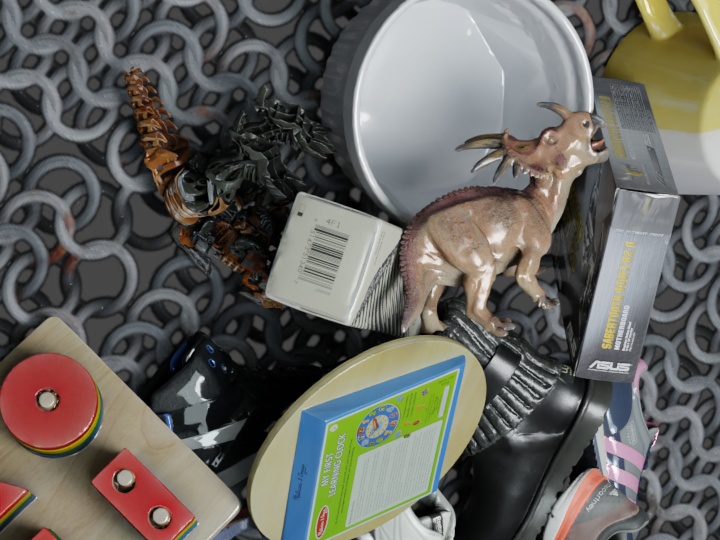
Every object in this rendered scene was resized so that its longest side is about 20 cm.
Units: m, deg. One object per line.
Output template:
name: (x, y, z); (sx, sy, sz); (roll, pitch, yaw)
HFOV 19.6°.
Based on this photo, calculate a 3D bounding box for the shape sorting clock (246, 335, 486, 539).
shape sorting clock: (0.005, 0.124, 1.509); (0.200, 0.039, 0.200); (-27, 143, -23)

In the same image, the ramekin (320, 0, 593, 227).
ramekin: (0.064, -0.127, 1.571); (0.200, 0.105, 0.200); (-5, 103, -23)

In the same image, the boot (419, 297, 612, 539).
boot: (0.083, 0.132, 1.644); (0.158, 0.079, 0.211); (23, 109, -14)

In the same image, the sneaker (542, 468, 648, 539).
sneaker: (0.175, 0.257, 1.679); (0.077, 0.082, 0.200); (-33, 147, -49)

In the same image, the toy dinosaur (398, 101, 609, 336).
toy dinosaur: (0.084, -0.032, 1.486); (0.200, 0.086, 0.136); (-27, 110, -25)

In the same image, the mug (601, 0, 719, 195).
mug: (0.273, -0.131, 1.637); (0.186, 0.153, 0.150); (30, 89, -26)

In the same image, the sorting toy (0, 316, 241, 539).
sorting toy: (-0.223, 0.163, 1.472); (0.199, 0.070, 0.200); (44, 80, 8)

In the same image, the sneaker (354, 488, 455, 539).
sneaker: (0.037, 0.221, 1.635); (0.081, 0.075, 0.200); (-4, 110, 23)

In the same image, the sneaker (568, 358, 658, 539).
sneaker: (0.215, 0.165, 1.720); (0.082, 0.070, 0.200); (-18, 112, -26)

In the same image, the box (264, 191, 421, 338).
box: (0.000, 0.000, 1.521); (0.068, 0.200, 0.082); (19, 91, 17)

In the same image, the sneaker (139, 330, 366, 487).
sneaker: (-0.076, 0.083, 1.572); (0.200, 0.073, 0.112); (-30, 103, -22)

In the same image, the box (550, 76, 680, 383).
box: (0.188, -0.034, 1.572); (0.048, 0.200, 0.159); (6, 119, -4)

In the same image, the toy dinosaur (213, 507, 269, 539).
toy dinosaur: (-0.145, 0.212, 1.564); (0.200, 0.105, 0.181); (51, 58, -12)

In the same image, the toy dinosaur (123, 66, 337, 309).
toy dinosaur: (-0.100, -0.060, 1.516); (0.136, 0.102, 0.200); (-31, 128, 32)
